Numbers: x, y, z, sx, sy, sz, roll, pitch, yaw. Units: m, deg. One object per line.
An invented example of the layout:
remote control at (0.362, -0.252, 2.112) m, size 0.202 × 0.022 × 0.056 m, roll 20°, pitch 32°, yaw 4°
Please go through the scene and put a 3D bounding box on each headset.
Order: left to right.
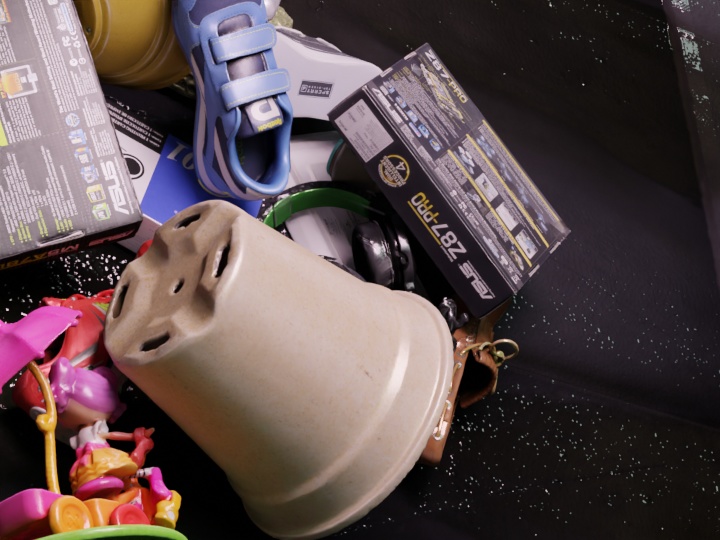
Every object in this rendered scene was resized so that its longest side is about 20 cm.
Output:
headset at (0.000, 0.000, 1.703) m, size 0.123 × 0.094 × 0.200 m, roll -37°, pitch 65°, yaw -26°

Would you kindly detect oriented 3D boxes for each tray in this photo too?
tray at (-0.010, -0.035, 1.800) m, size 0.107 × 0.022 × 0.201 m, roll -8°, pitch 62°, yaw -40°

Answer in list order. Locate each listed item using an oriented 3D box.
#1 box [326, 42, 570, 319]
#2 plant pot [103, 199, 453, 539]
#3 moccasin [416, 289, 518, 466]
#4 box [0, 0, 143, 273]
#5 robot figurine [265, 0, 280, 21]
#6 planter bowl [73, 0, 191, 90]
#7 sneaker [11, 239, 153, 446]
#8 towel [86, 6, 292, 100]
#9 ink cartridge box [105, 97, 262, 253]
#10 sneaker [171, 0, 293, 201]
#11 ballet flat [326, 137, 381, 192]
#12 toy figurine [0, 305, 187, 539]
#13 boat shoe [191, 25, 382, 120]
box at (0.073, -0.076, 1.751) m, size 0.200 × 0.049 × 0.161 m, roll 52°, pitch 29°, yaw -3°
plant pot at (-0.068, 0.054, 1.511) m, size 0.183 × 0.200 × 0.202 m, roll 40°, pitch 38°, yaw -33°
moccasin at (0.079, 0.077, 1.724) m, size 0.077 × 0.074 × 0.202 m, roll 21°, pitch 39°, yaw 14°
box at (-0.273, -0.097, 1.555) m, size 0.192 × 0.048 × 0.201 m, roll -17°, pitch 79°, yaw -16°
robot figurine at (-0.127, -0.266, 1.760) m, size 0.169 × 0.113 × 0.200 m, roll 40°, pitch 21°, yaw -5°
planter bowl at (-0.211, -0.215, 1.663) m, size 0.200 × 0.201 × 0.083 m, roll 45°, pitch 41°, yaw 4°
sneaker at (-0.187, 0.036, 1.571) m, size 0.085 × 0.077 × 0.201 m, roll 30°, pitch 42°, yaw -5°
towel at (-0.150, -0.205, 1.826) m, size 0.199 × 0.037 × 0.149 m, roll 25°, pitch 44°, yaw -17°
ink cartridge box at (-0.176, -0.069, 1.686) m, size 0.199 × 0.044 × 0.094 m, roll 30°, pitch 43°, yaw -12°
sneaker at (-0.088, -0.144, 1.637) m, size 0.073 × 0.202 × 0.082 m, roll -20°, pitch 25°, yaw -25°
ballet flat at (0.043, -0.098, 1.828) m, size 0.063 × 0.068 × 0.200 m, roll 32°, pitch 23°, yaw 17°
toy figurine at (-0.184, 0.115, 1.442) m, size 0.199 × 0.150 × 0.186 m, roll 15°, pitch 55°, yaw -49°
boat shoe at (-0.069, -0.166, 1.776) m, size 0.199 × 0.072 × 0.068 m, roll 4°, pitch 23°, yaw -43°
